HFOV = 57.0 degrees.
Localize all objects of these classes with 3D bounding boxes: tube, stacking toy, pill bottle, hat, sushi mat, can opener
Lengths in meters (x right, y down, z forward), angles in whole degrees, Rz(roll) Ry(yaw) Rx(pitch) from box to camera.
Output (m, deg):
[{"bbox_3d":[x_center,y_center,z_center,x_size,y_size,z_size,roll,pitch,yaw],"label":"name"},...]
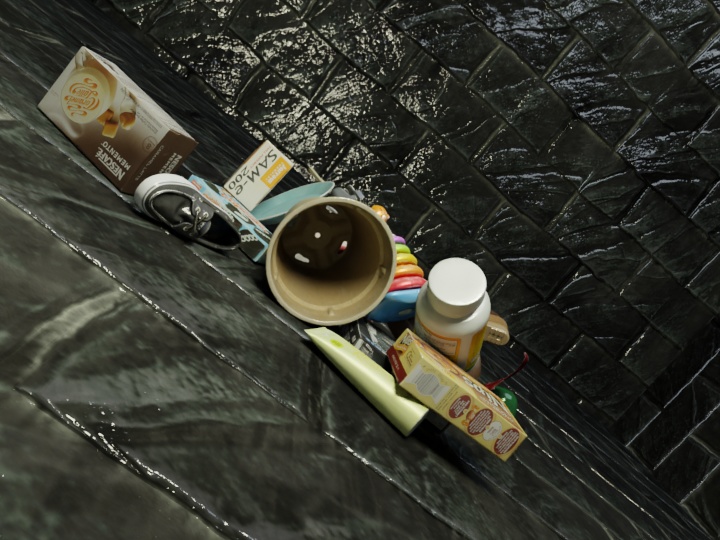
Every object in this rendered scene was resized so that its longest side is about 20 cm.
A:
[{"bbox_3d":[0.007,0.145,0.925,0.200,0.052,0.058,40,-31,17],"label":"tube"},{"bbox_3d":[0.048,-0.020,1.126,0.116,0.110,0.201,-6,68,-27],"label":"stacking toy"},{"bbox_3d":[0.139,0.074,1.018,0.113,0.113,0.200,44,-24,28],"label":"pill bottle"},{"bbox_3d":[0.274,0.227,1.247,0.165,0.176,0.200,38,8,-15],"label":"hat"},{"bbox_3d":[-0.037,-0.137,1.414,0.200,0.012,0.096,50,4,16],"label":"sushi mat"},{"bbox_3d":[0.007,-0.080,1.290,0.067,0.053,0.200,-17,66,-36],"label":"can opener"}]

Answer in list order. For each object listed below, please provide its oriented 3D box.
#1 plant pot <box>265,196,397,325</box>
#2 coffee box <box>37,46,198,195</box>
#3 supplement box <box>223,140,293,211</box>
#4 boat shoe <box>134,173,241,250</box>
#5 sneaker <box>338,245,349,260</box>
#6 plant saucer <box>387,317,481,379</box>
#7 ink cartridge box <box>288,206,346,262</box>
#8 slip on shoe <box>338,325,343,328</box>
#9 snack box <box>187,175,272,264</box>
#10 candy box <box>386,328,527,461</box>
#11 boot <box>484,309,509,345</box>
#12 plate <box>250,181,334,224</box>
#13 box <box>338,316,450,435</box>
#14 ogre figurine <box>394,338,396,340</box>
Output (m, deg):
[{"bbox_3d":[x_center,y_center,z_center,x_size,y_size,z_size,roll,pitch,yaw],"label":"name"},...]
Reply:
[{"bbox_3d":[-0.059,-0.038,1.075,0.200,0.201,0.184,37,7,-20],"label":"plant pot"},{"bbox_3d":[-0.352,-0.211,0.961,0.200,0.114,0.080,43,8,15],"label":"coffee box"},{"bbox_3d":[-0.213,-0.192,1.351,0.074,0.126,0.200,43,-4,-14],"label":"supplement box"},{"bbox_3d":[-0.234,-0.072,0.941,0.066,0.070,0.200,42,0,26],"label":"boat shoe"},{"bbox_3d":[0.000,0.000,1.214,0.199,0.074,0.087,13,-16,11],"label":"sneaker"},{"bbox_3d":[0.140,0.120,1.192,0.200,0.035,0.200,28,21,-12],"label":"plant saucer"},{"bbox_3d":[-0.074,-0.057,1.362,0.125,0.129,0.200,38,7,-27],"label":"ink cartridge box"},{"bbox_3d":[-0.008,0.071,1.221,0.074,0.061,0.200,40,6,12],"label":"slip on shoe"},{"bbox_3d":[-0.216,-0.085,1.178,0.200,0.037,0.116,42,7,17],"label":"snack box"},{"bbox_3d":[0.135,0.176,0.952,0.200,0.055,0.115,38,8,-14],"label":"candy box"},{"bbox_3d":[0.178,0.074,1.241,0.199,0.073,0.166,27,9,-9],"label":"boot"},{"bbox_3d":[-0.141,-0.129,1.322,0.200,0.199,0.026,-115,-175,-72],"label":"plate"},{"bbox_3d":[0.056,0.159,1.066,0.200,0.050,0.158,39,8,-10],"label":"box"},{"bbox_3d":[0.142,0.152,1.292,0.120,0.200,0.098,31,-39,32],"label":"ogre figurine"}]
